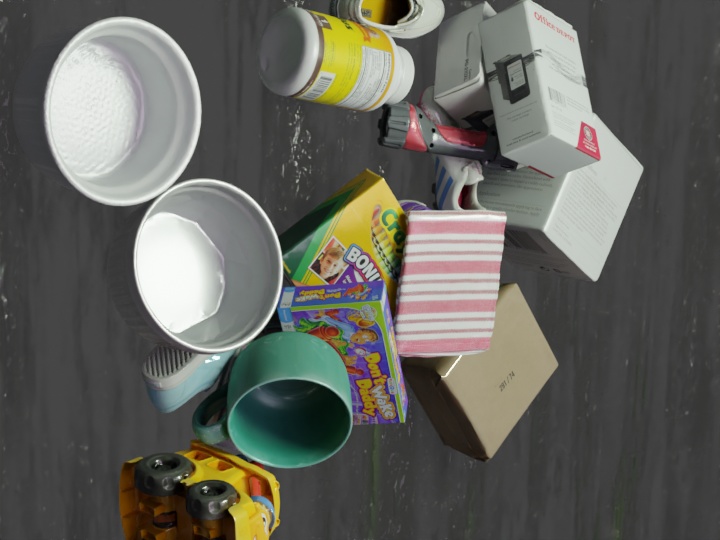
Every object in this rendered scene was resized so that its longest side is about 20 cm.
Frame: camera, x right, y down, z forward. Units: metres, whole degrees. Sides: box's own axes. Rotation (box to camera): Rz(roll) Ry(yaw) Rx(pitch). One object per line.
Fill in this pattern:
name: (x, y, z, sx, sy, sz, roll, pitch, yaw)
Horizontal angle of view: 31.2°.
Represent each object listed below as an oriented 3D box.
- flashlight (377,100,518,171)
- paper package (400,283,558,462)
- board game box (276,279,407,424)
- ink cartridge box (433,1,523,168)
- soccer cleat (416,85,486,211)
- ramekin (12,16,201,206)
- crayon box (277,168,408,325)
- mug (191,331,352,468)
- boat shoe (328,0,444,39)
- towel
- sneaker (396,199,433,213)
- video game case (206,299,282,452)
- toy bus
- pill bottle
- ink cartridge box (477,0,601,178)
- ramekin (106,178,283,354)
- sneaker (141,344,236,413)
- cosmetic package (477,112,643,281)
flashlight: (0.125, -0.189, 1.766, 0.198, 0.068, 0.068, 6, 58, -12)
paper package: (0.177, 0.142, 1.916, 0.200, 0.103, 0.191, -49, 127, -25)
board game box: (-0.020, 0.110, 1.657, 0.045, 0.133, 0.201, -79, 161, -54)
ink cartridge box: (0.194, -0.260, 1.839, 0.200, 0.084, 0.146, 38, 47, -41)
soccer cleat: (0.137, -0.165, 1.831, 0.070, 0.086, 0.202, -29, 116, -37)
ramekin: (-0.283, -0.176, 1.417, 0.200, 0.097, 0.202, -10, 104, -43)
crayon box: (0.000, 0.000, 1.689, 0.172, 0.058, 0.201, -37, 119, -7)
mug: (-0.103, 0.147, 1.585, 0.184, 0.115, 0.153, 13, 125, -14)
boat shoe: (0.052, -0.348, 1.726, 0.199, 0.070, 0.072, -5, 101, -43)
towel: (0.114, 0.016, 1.701, 0.145, 0.030, 0.202, 0, 106, -24)
sneaker: (0.048, -0.002, 1.778, 0.080, 0.083, 0.202, 23, 82, -44)
video game case: (-0.122, 0.141, 1.685, 0.143, 0.018, 0.202, 24, 81, -44)
toy bus: (-0.163, 0.285, 1.554, 0.191, 0.199, 0.137, -19, 117, -47)
pill bottle: (-0.026, -0.264, 1.639, 0.199, 0.109, 0.110, 5, 95, -44)
ink cartridge box: (0.243, -0.245, 1.749, 0.145, 0.083, 0.202, 15, 61, -51)
ramekin: (-0.199, -0.001, 1.500, 0.199, 0.105, 0.202, 6, 81, -37)
sneaker: (-0.190, 0.101, 1.589, 0.200, 0.074, 0.082, -35, 142, -34)
cosmetic package: (0.289, -0.116, 1.932, 0.165, 0.164, 0.201, 37, 73, -41)
